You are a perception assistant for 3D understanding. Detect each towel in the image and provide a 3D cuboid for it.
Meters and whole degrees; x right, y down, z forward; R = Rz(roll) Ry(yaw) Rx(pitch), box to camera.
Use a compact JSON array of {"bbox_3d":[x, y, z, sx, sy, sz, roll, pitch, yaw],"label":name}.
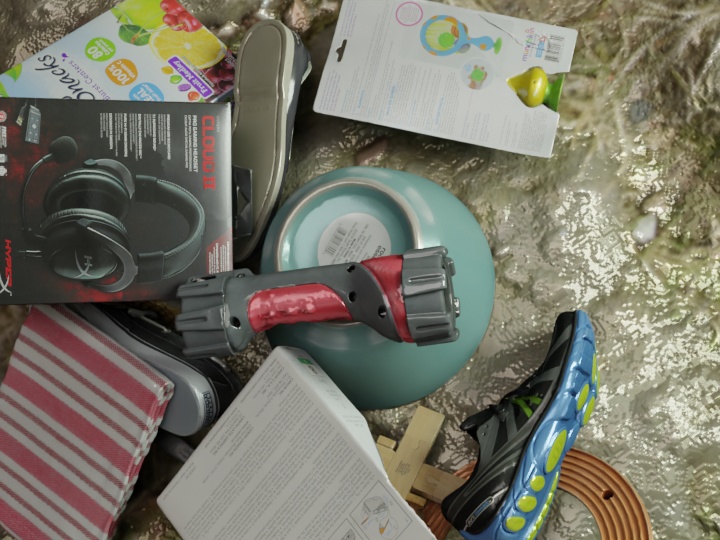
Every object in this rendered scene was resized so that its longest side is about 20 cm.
[{"bbox_3d":[-0.233,0.135,0.927,0.145,0.030,0.202,31,108,21],"label":"towel"}]

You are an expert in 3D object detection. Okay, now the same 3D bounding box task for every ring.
[{"bbox_3d":[0.111,0.210,0.821,0.198,0.019,0.202,-21,38,17],"label":"ring"}]

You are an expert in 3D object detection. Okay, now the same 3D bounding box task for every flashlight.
[{"bbox_3d":[-0.031,0.029,0.817,0.197,0.068,0.069,-9,102,12],"label":"flashlight"}]

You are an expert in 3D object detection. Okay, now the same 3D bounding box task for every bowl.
[{"bbox_3d":[0.000,0.000,0.907,0.198,0.105,0.204,-4,74,13],"label":"bowl"}]

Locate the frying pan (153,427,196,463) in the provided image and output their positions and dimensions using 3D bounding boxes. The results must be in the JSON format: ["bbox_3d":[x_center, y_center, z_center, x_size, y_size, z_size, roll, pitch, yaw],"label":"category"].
[{"bbox_3d":[-0.108,0.185,0.918,0.187,0.031,0.117,9,74,18],"label":"frying pan"}]

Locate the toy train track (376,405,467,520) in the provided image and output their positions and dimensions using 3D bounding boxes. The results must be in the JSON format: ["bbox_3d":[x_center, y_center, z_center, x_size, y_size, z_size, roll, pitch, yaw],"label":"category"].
[{"bbox_3d":[-0.006,0.145,0.894,0.198,0.033,0.115,20,52,16],"label":"toy train track"}]

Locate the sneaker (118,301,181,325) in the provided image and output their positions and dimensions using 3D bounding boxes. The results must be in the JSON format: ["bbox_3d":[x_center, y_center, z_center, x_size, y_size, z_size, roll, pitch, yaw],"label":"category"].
[{"bbox_3d":[-0.207,-0.027,0.988,0.198,0.075,0.091,24,72,12],"label":"sneaker"}]

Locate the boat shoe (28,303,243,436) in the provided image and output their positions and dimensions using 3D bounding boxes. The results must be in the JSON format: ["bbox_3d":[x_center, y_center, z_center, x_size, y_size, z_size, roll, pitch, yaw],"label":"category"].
[{"bbox_3d":[-0.182,0.065,0.942,0.197,0.068,0.075,19,114,28],"label":"boat shoe"}]

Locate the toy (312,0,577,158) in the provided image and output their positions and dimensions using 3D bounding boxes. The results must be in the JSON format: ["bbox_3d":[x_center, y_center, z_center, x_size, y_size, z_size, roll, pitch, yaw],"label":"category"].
[{"bbox_3d":[0.071,-0.158,0.965,0.197,0.047,0.117,12,74,13],"label":"toy"}]

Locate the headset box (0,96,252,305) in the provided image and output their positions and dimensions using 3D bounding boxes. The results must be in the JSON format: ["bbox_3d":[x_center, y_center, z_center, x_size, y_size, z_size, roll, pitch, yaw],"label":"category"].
[{"bbox_3d":[-0.180,-0.051,0.882,0.197,0.077,0.151,0,92,-17],"label":"headset box"}]

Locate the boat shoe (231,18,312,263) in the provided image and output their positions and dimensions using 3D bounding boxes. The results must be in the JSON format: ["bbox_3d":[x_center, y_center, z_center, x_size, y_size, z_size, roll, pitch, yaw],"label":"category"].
[{"bbox_3d":[-0.076,-0.101,0.962,0.072,0.062,0.203,5,82,32],"label":"boat shoe"}]

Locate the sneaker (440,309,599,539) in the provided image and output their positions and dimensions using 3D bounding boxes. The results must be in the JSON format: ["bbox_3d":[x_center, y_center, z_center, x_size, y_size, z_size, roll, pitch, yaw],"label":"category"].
[{"bbox_3d":[0.118,0.107,0.848,0.082,0.071,0.201,15,61,31],"label":"sneaker"}]

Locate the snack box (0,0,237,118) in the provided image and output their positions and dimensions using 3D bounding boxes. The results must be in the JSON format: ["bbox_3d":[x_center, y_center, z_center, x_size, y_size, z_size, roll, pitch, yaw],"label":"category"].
[{"bbox_3d":[-0.206,-0.143,0.989,0.199,0.053,0.142,-38,67,-23],"label":"snack box"}]

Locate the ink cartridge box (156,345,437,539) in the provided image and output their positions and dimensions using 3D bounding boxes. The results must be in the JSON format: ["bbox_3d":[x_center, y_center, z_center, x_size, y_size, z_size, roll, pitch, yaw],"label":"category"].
[{"bbox_3d":[-0.039,0.181,0.835,0.200,0.050,0.161,46,105,24],"label":"ink cartridge box"}]
